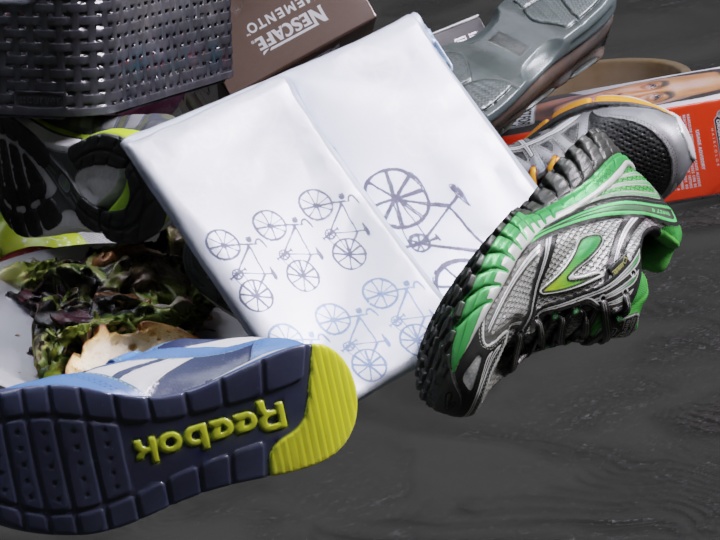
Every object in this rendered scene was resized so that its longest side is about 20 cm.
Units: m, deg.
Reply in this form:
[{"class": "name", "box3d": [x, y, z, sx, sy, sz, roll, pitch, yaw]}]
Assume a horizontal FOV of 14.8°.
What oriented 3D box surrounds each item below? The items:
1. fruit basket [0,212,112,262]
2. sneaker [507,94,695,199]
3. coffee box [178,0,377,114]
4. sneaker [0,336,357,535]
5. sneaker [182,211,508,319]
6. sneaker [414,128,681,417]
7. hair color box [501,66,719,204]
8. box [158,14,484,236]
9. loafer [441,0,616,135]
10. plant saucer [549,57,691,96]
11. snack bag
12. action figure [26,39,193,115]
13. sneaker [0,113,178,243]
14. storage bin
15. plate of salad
[{"class": "fruit basket", "box3d": [-0.208, 0.018, 1.600, 0.185, 0.094, 0.200, -22, 34, -32]}, {"class": "sneaker", "box3d": [0.094, -0.040, 1.577, 0.199, 0.079, 0.077, -18, 13, 17]}, {"class": "coffee box", "box3d": [-0.063, -0.147, 1.867, 0.114, 0.080, 0.200, -30, -9, -9]}, {"class": "sneaker", "box3d": [-0.105, 0.075, 1.312, 0.199, 0.074, 0.082, -8, 12, -16]}, {"class": "sneaker", "box3d": [0.000, 0.000, 1.494, 0.199, 0.075, 0.085, 3, 1, -13]}, {"class": "sneaker", "box3d": [0.098, 0.009, 1.382, 0.200, 0.085, 0.078, -45, -8, -38]}, {"class": "hair color box", "box3d": [0.141, -0.072, 1.669, 0.199, 0.061, 0.102, -9, 14, 7]}, {"class": "box", "box3d": [-0.027, -0.089, 1.763, 0.157, 0.050, 0.200, -24, 0, -38]}, {"class": "loafer", "box3d": [0.072, -0.100, 1.588, 0.200, 0.063, 0.072, -36, 51, -22]}, {"class": "plant saucer", "box3d": [0.126, -0.104, 1.858, 0.199, 0.030, 0.200, -11, 16, 3]}, {"class": "snack bag", "box3d": [0.005, -0.032, 1.438, 0.200, 0.189, 0.021, -25, -21, -27]}, {"class": "action figure", "box3d": [-0.206, -0.102, 1.757, 0.200, 0.134, 0.149, -27, 61, -37]}, {"class": "sneaker", "box3d": [-0.141, -0.055, 1.549, 0.081, 0.074, 0.200, -14, 18, -37]}, {"class": "storage bin", "box3d": [-0.168, -0.147, 1.602, 0.135, 0.094, 0.200, 3, 13, 21]}, {"class": "plate of salad", "box3d": [-0.122, 0.020, 1.478, 0.199, 0.048, 0.200, 3, 26, -2]}]
